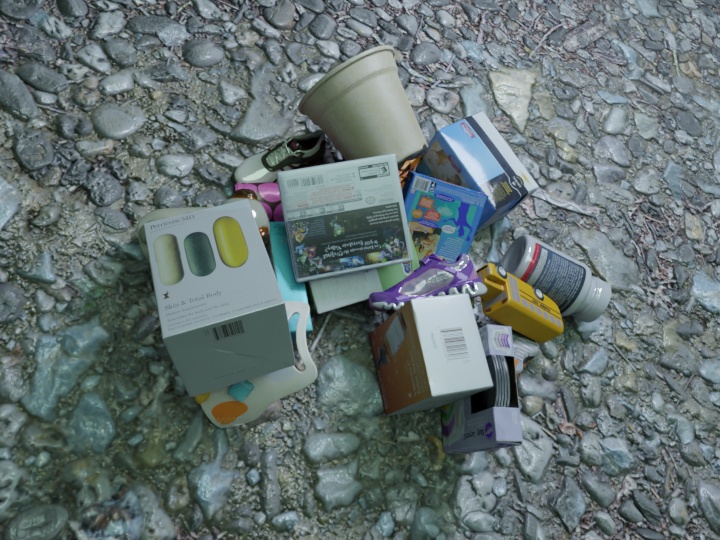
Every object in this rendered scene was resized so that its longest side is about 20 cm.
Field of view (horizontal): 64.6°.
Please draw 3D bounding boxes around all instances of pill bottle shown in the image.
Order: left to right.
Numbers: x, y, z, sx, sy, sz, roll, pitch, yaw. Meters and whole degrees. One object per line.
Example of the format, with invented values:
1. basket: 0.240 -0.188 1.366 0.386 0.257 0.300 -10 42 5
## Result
1. pill bottle: 0.385 0.022 1.132 0.200 0.120 0.120 26 62 -6

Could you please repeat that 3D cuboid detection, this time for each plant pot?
1. plant pot: 0.019 -0.262 1.023 0.200 0.200 0.184 -32 92 -28

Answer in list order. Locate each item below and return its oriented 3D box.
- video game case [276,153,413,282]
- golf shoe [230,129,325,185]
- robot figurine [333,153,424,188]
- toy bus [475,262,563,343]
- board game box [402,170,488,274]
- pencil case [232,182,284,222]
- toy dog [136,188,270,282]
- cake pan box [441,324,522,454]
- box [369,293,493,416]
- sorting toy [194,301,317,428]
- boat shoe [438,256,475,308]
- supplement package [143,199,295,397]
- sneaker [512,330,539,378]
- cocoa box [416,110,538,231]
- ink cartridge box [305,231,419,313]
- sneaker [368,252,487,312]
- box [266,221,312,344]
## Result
1. video game case: -0.024 -0.087 0.941 0.200 0.023 0.182 -11 93 -8
2. golf shoe: -0.153 -0.213 1.071 0.200 0.088 0.077 -32 82 -26
3. robot figurine: 0.032 -0.194 1.131 0.145 0.058 0.200 34 59 18
4. toy bus: 0.283 0.062 1.048 0.200 0.065 0.078 27 46 -30
5. board game box: 0.132 -0.068 1.064 0.152 0.045 0.200 15 102 -13
6. pencil case: -0.132 -0.113 1.039 0.200 0.094 0.091 -1 28 -18
7. toy dog: -0.247 -0.064 0.918 0.200 0.194 0.140 -15 64 -14
8. cake pan box: 0.194 0.202 0.942 0.052 0.200 0.184 6 68 -16
9. box: 0.106 0.144 0.937 0.106 0.200 0.152 -4 69 -21
10. sorting toy: -0.157 0.123 0.874 0.180 0.107 0.200 -12 69 8
11. boat shoe: 0.175 0.065 1.039 0.200 0.064 0.071 53 32 -17
12. supplement package: -0.195 0.035 0.790 0.152 0.151 0.200 -16 52 -13
13. sneaker: 0.260 0.182 1.049 0.078 0.112 0.200 31 25 23
14. cocoa box: 0.232 -0.194 1.166 0.131 0.133 0.200 -28 79 -27
15. ink cartridge box: 0.000 0.000 1.010 0.200 0.059 0.104 -16 90 -12
16. sneaker: 0.109 0.019 0.966 0.200 0.080 0.089 -12 86 -2
17. box: -0.129 0.022 0.978 0.049 0.082 0.200 -4 69 -21
